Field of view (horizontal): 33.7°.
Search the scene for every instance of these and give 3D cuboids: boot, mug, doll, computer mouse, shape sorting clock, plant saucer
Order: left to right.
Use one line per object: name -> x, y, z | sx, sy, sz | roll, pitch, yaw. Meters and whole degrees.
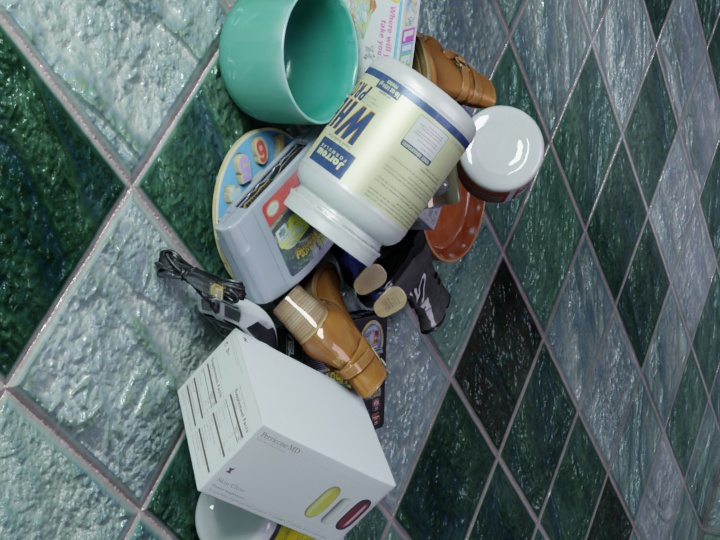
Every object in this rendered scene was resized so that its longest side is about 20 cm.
computer mouse -> -0.145, 0.042, 1.338 | 0.044, 0.109, 0.200 | -63, 151, -18
shape sorting clock -> -0.106, -0.069, 1.420 | 0.199, 0.039, 0.202 | -15, 108, -56
mug -> -0.085, -0.231, 1.356 | 0.152, 0.114, 0.186 | -48, 134, -43
boot -> -0.024, 0.076, 1.444 | 0.155, 0.074, 0.200 | 45, 19, -1
doll -> 0.000, 0.000, 1.489 | 0.048, 0.200, 0.137 | -41, 114, 0
boot -> 0.071, 0.034, 1.638 | 0.133, 0.069, 0.200 | 65, 34, -17
boot -> 0.106, -0.235, 1.515 | 0.154, 0.200, 0.077 | 26, 110, -26
plant saucer -> 0.130, -0.114, 1.786 | 0.200, 0.032, 0.202 | -13, 105, -55

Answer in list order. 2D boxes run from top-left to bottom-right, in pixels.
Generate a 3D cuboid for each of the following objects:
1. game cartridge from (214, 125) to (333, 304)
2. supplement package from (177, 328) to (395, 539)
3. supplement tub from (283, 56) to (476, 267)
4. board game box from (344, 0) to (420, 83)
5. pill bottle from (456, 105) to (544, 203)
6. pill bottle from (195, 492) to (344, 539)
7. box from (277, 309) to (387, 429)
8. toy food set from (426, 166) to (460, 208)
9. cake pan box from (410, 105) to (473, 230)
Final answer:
game cartridge -> -0.082, -0.062, 1.393 | 0.200, 0.041, 0.134 | -51, 138, -32
supplement package -> -0.083, 0.186, 1.318 | 0.199, 0.156, 0.111 | 30, 112, -35
supplement tub -> 0.020, -0.120, 1.330 | 0.201, 0.145, 0.145 | -54, 144, 1
board game box -> 0.002, -0.275, 1.417 | 0.034, 0.134, 0.202 | -25, 132, -46
pill bottle -> 0.185, -0.151, 1.615 | 0.200, 0.111, 0.113 | 53, 46, -86
pill bottle -> -0.101, 0.311, 1.427 | 0.200, 0.112, 0.113 | 44, 59, -52
box -> -0.036, 0.143, 1.561 | 0.199, 0.044, 0.162 | -8, 102, -57
toy food set -> 0.052, -0.137, 1.536 | 0.199, 0.060, 0.145 | -20, 105, -45
cake pan box -> 0.062, -0.178, 1.627 | 0.184, 0.052, 0.201 | 39, 64, -39
